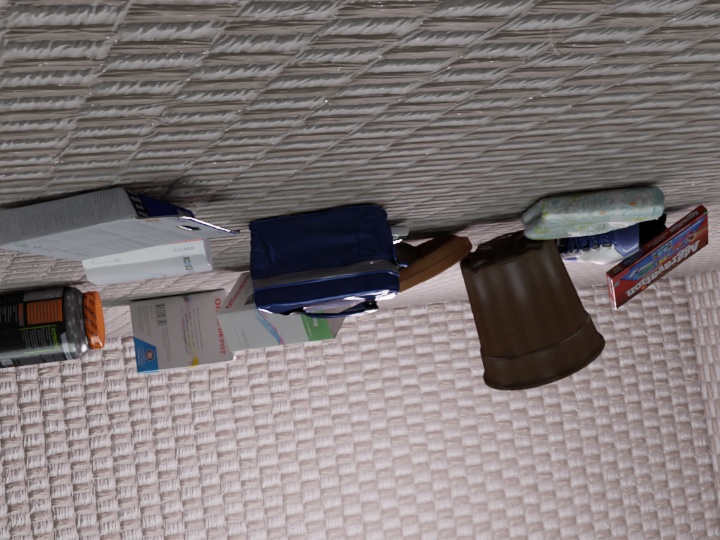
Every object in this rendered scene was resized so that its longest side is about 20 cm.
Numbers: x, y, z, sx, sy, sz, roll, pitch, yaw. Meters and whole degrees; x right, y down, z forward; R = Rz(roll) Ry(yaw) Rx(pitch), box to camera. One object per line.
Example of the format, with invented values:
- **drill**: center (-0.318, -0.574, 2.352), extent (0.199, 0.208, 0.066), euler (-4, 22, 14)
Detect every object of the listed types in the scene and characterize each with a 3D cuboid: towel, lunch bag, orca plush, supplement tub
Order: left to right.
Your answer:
- **supplement tub**: center (-0.527, 0.093, 2.013), extent (0.199, 0.123, 0.123), euler (-6, 175, -5)
- **lunch bag**: center (-0.038, -0.004, 1.569), extent (0.199, 0.133, 0.136), euler (-8, 175, 13)
- **towel**: center (0.326, -0.079, 1.741), extent (0.170, 0.048, 0.200), euler (-8, 175, -3)
- **orca plush**: center (0.485, -0.076, 2.076), extent (0.199, 0.071, 0.105), euler (7, -149, -48)

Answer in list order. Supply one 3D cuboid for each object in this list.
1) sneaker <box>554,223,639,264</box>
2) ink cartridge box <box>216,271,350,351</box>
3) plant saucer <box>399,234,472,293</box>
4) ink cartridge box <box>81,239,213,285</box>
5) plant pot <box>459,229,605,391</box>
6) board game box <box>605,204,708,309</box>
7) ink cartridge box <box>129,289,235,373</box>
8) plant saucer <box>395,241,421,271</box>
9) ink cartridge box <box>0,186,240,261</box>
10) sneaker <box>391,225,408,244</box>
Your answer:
- **sneaker**: center (0.347, -0.046, 1.962), extent (0.198, 0.081, 0.115), euler (-7, 177, 18)
- **ink cartridge box**: center (-0.127, 0.059, 2.095), extent (0.199, 0.088, 0.145), euler (-10, -154, 22)
- **plant saucer**: center (0.083, -0.008, 1.948), extent (0.200, 0.032, 0.200), euler (-25, -172, 4)
- **ink cartridge box**: center (-0.274, -0.018, 1.551), extent (0.159, 0.048, 0.200), euler (-7, 177, -3)
- **plant pot**: center (0.255, 0.052, 1.894), extent (0.199, 0.199, 0.200), euler (-19, -165, 5)
- **board game box**: center (0.496, -0.021, 2.037), extent (0.200, 0.019, 0.103), euler (-35, 146, -6)
- **ink cartridge box**: center (-0.361, 0.128, 2.514), extent (0.199, 0.148, 0.145), euler (-6, 175, -5)
- **plant saucer**: center (0.000, 0.000, 1.926), extent (0.200, 0.037, 0.200), euler (-27, -172, 4)
- **ink cartridge box**: center (-0.248, -0.050, 1.270), extent (0.199, 0.041, 0.200), euler (-8, 175, 10)
- **sneaker**: center (0.003, -0.008, 1.778), extent (0.070, 0.100, 0.200), euler (0, 170, -42)
